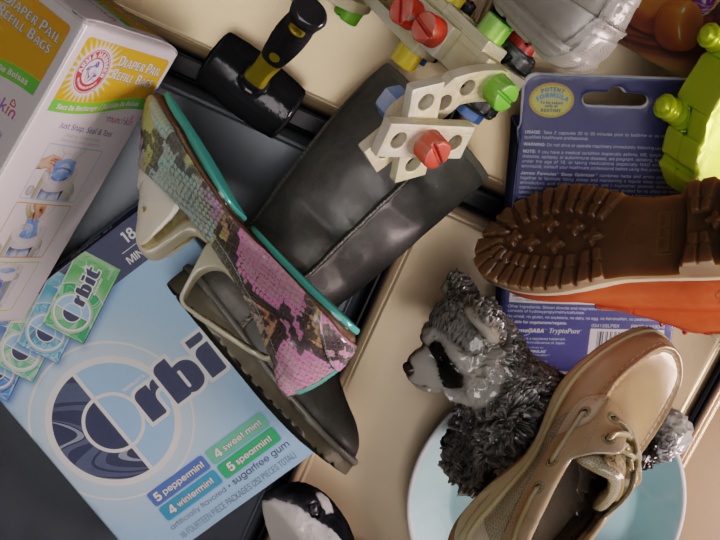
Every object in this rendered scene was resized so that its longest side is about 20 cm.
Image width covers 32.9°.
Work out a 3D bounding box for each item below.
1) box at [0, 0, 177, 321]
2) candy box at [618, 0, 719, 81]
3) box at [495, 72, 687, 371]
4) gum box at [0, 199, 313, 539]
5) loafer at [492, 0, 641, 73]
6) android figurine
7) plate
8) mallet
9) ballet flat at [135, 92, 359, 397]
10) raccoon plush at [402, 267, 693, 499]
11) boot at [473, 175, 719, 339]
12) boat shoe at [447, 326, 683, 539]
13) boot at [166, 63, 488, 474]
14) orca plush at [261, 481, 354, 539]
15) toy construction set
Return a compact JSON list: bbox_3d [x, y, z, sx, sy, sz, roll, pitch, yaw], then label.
[{"bbox_3d":[-0.216,-0.082,0.715,0.112,0.101,0.201,38,103,17],"label":"box"},{"bbox_3d":[0.196,-0.214,0.687,0.115,0.057,0.201,26,135,-9],"label":"candy box"},{"bbox_3d":[0.152,-0.031,0.790,0.119,0.033,0.203,2,114,-3],"label":"box"},{"bbox_3d":[-0.136,0.073,0.811,0.169,0.045,0.201,-36,105,7],"label":"gum box"},{"bbox_3d":[0.081,-0.198,0.694,0.200,0.070,0.070,48,114,18],"label":"loafer"},{"bbox_3d":[0.255,-0.084,0.744,0.198,0.041,0.184,19,108,-36],"label":"android figurine"},{"bbox_3d":[0.129,0.162,0.858,0.197,0.026,0.203,-1,107,-2],"label":"plate"},{"bbox_3d":[-0.042,-0.113,0.688,0.066,0.200,0.041,38,79,-17],"label":"mallet"},{"bbox_3d":[-0.083,-0.012,0.696,0.071,0.069,0.201,-39,76,-1],"label":"ballet flat"},{"bbox_3d":[0.120,0.062,0.783,0.198,0.096,0.136,-11,107,-30],"label":"raccoon plush"},{"bbox_3d":[0.168,0.004,0.732,0.197,0.076,0.107,0,147,32],"label":"boot"},{"bbox_3d":[0.134,0.114,0.709,0.200,0.065,0.073,-44,114,-22],"label":"boat shoe"},{"bbox_3d":[0.001,0.001,0.767,0.200,0.072,0.183,-41,106,-12],"label":"boot"},{"bbox_3d":[0.011,0.225,0.845,0.071,0.105,0.201,-32,77,-33],"label":"orca plush"},{"bbox_3d":[0.025,-0.141,0.695,0.092,0.202,0.130,-38,148,26],"label":"toy construction set"}]
